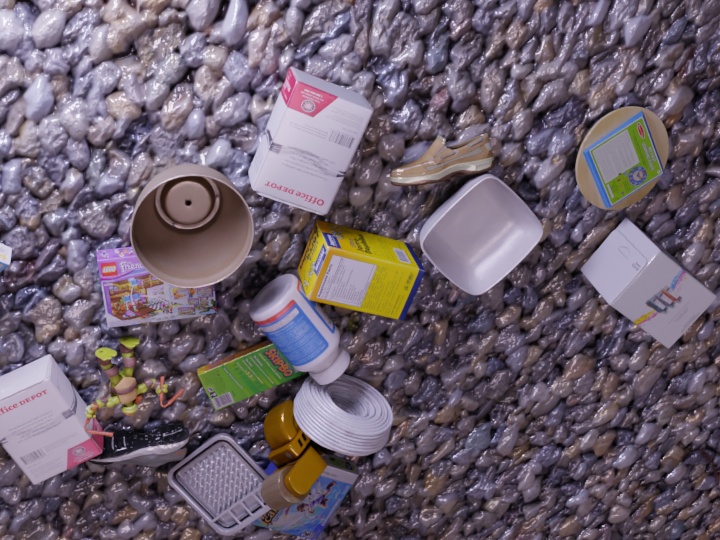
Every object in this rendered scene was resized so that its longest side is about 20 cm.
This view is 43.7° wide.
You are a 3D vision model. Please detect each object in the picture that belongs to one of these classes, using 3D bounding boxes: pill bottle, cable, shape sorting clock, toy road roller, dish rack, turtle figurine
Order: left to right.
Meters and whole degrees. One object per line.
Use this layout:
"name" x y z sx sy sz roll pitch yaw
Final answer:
"turtle figurine" -0.429 0.205 1.665 0.197 0.064 0.164 -18 120 -28
"dish rack" -0.273 0.427 1.822 0.171 0.044 0.201 -35 109 13
"toy road roller" -0.139 0.350 1.762 0.146 0.201 0.123 45 140 -8
"pill bottle" -0.107 0.115 1.662 0.111 0.113 0.201 -35 114 6
"cable" -0.032 0.276 1.735 0.197 0.200 0.070 25 111 -3
"shape sorting clock" 0.495 -0.212 1.702 0.196 0.039 0.203 -7 119 -12

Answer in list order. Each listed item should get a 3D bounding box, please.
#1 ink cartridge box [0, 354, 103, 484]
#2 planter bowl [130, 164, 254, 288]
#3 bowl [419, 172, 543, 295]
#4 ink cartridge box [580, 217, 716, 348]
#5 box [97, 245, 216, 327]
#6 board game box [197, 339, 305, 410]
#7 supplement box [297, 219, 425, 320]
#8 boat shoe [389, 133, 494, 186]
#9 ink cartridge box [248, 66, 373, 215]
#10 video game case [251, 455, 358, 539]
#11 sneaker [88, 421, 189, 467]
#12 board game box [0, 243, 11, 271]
"ink cartridge box" -0.583 0.273 1.646 0.144 0.083 0.202 -23 123 -1
"planter bowl" -0.283 -0.092 1.493 0.196 0.135 0.203 -7 121 -12
"bowl" 0.218 -0.074 1.682 0.200 0.075 0.199 -44 121 10
"ink cartridge box" 0.571 0.024 1.796 0.199 0.146 0.145 33 107 -28
"box" -0.358 0.022 1.594 0.196 0.039 0.139 -6 121 -12
"board game box" -0.207 0.194 1.742 0.197 0.030 0.097 -21 122 -1
"supplement box" 0.000 0.000 1.641 0.197 0.110 0.110 14 115 -23
"boat shoe" 0.142 -0.202 1.600 0.197 0.072 0.078 -15 108 -16
"ink cartridge box" -0.087 -0.214 1.510 0.143 0.084 0.202 17 114 -24
"video game case" -0.128 0.471 1.911 0.179 0.046 0.202 22 111 -24
"sneaker" -0.430 0.353 1.744 0.196 0.074 0.081 -5 125 -14
"board game box" -0.678 -0.030 1.422 0.133 0.035 0.199 -29 140 29
